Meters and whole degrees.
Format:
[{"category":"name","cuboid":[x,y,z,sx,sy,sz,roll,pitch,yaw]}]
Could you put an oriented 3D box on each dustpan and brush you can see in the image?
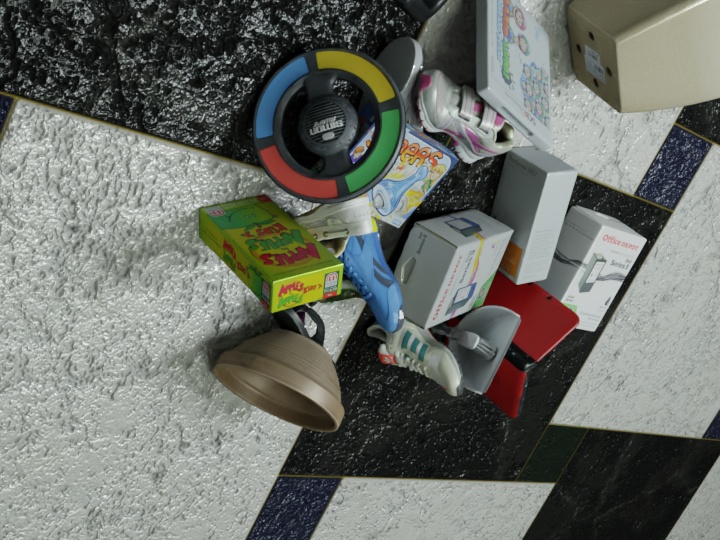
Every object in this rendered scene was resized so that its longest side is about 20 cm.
[{"category":"dustpan and brush","cuboid":[0.168,0.111,1.639,0.057,0.200,0.140,28,87,-16]}]

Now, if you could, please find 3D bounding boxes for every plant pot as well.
[{"category":"plant pot","cuboid":[-0.106,0.148,1.472,0.201,0.201,0.093,50,56,-46]},{"category":"plant pot","cuboid":[0.426,-0.354,1.534,0.177,0.200,0.200,-25,133,-8]}]

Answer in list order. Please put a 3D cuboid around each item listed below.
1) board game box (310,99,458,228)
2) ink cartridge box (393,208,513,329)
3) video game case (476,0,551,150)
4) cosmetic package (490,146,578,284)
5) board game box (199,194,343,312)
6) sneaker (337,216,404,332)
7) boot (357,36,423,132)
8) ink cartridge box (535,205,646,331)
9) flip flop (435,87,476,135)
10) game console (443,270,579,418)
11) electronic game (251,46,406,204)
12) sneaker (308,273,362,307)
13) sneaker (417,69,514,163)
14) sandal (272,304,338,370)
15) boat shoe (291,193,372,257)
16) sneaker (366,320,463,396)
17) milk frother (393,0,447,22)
[{"category":"board game box","cuboid":[0.033,-0.141,1.391,0.135,0.034,0.200,-49,145,16]},{"category":"ink cartridge box","cuboid":[0.137,-0.006,1.568,0.200,0.087,0.146,-14,129,-55]},{"category":"video game case","cuboid":[0.217,-0.294,1.428,0.182,0.024,0.200,30,55,-46]},{"category":"cosmetic package","cuboid":[0.271,-0.090,1.649,0.071,0.101,0.200,-9,123,-33]},{"category":"board game box","cuboid":[-0.119,-0.026,1.309,0.101,0.200,0.048,-14,127,-31]},{"category":"sneaker","cuboid":[0.000,0.000,1.458,0.078,0.066,0.200,-16,84,-33]},{"category":"boot","cuboid":[0.053,-0.226,1.411,0.095,0.074,0.200,-1,128,-45]},{"category":"ink cartridge box","cuboid":[0.401,-0.001,1.826,0.145,0.084,0.200,11,111,-42]},{"category":"flip flop","cuboid":[0.193,-0.247,1.507,0.200,0.058,0.081,-24,131,-24]},{"category":"game console","cuboid":[0.248,0.115,1.701,0.119,0.200,0.173,-16,128,-29]},{"category":"electronic game","cuboid":[-0.041,-0.183,1.279,0.200,0.200,0.042,-52,168,4]},{"category":"sneaker","cuboid":[-0.043,0.021,1.518,0.200,0.077,0.089,9,144,-43]},{"category":"sneaker","cuboid":[0.149,-0.218,1.398,0.200,0.088,0.081,29,64,-50]},{"category":"sandal","cuboid":[-0.080,0.089,1.522,0.048,0.075,0.200,-50,146,-14]},{"category":"boat shoe","cuboid":[-0.050,-0.048,1.364,0.071,0.200,0.069,-16,86,-32]},{"category":"sneaker","cuboid":[0.082,0.137,1.591,0.093,0.200,0.070,-25,138,-15]},{"category":"milk frother","cuboid":[0.079,-0.430,1.247,0.180,0.200,0.188,-31,176,15]}]
